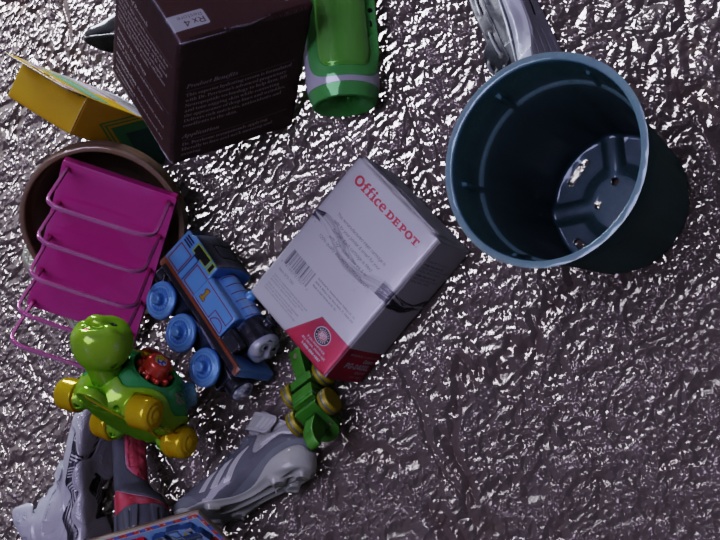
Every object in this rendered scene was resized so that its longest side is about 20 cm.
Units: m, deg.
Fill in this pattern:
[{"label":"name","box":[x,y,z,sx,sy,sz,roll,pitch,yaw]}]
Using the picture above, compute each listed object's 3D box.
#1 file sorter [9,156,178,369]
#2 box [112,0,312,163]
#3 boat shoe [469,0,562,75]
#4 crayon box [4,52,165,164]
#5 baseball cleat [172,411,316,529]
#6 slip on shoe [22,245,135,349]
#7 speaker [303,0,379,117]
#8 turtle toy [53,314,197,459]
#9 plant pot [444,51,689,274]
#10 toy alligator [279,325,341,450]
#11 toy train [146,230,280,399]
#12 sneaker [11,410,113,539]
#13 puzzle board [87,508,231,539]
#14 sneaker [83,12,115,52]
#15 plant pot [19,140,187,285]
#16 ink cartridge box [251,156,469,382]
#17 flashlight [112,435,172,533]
[{"label":"file sorter","box":[-0.312,0.000,1.600,0.139,0.125,0.200,18,115,-4]},{"label":"box","box":[-0.173,-0.261,1.572,0.164,0.166,0.200,56,152,27]},{"label":"boat shoe","box":[0.167,-0.231,1.469,0.071,0.072,0.200,-33,55,32]},{"label":"crayon box","box":[-0.335,-0.195,1.688,0.126,0.200,0.052,31,97,33]},{"label":"baseball cleat","box":[-0.131,0.225,1.572,0.200,0.070,0.107,-24,53,24]},{"label":"slip on shoe","box":[-0.351,0.040,1.741,0.074,0.061,0.200,-39,70,-20]},{"label":"speaker","box":[-0.026,-0.281,1.581,0.088,0.088,0.201,-13,74,29]},{"label":"turtle toy","box":[-0.258,0.126,1.536,0.145,0.200,0.101,10,63,31]},{"label":"plant pot","box":[0.213,-0.084,1.327,0.200,0.196,0.201,-7,77,30]},{"label":"toy alligator","box":[-0.051,0.127,1.537,0.059,0.054,0.200,-37,39,20]},{"label":"toy train","box":[-0.167,0.052,1.602,0.114,0.087,0.200,-47,60,19]},{"label":"sneaker","box":[-0.364,0.269,1.691,0.115,0.075,0.201,-4,82,28]},{"label":"puzzle board","box":[-0.216,0.337,1.552,0.200,0.151,0.017,-20,36,28]},{"label":"sneaker","box":[-0.258,-0.328,1.745,0.200,0.074,0.089,-9,76,21]},{"label":"plant pot","box":[-0.305,-0.073,1.685,0.200,0.093,0.201,2,116,3]},{"label":"ink cartridge box","box":[0.000,0.000,1.511,0.200,0.083,0.145,-50,60,14]},{"label":"flashlight","box":[-0.257,0.228,1.613,0.068,0.068,0.200,-45,39,35]}]
